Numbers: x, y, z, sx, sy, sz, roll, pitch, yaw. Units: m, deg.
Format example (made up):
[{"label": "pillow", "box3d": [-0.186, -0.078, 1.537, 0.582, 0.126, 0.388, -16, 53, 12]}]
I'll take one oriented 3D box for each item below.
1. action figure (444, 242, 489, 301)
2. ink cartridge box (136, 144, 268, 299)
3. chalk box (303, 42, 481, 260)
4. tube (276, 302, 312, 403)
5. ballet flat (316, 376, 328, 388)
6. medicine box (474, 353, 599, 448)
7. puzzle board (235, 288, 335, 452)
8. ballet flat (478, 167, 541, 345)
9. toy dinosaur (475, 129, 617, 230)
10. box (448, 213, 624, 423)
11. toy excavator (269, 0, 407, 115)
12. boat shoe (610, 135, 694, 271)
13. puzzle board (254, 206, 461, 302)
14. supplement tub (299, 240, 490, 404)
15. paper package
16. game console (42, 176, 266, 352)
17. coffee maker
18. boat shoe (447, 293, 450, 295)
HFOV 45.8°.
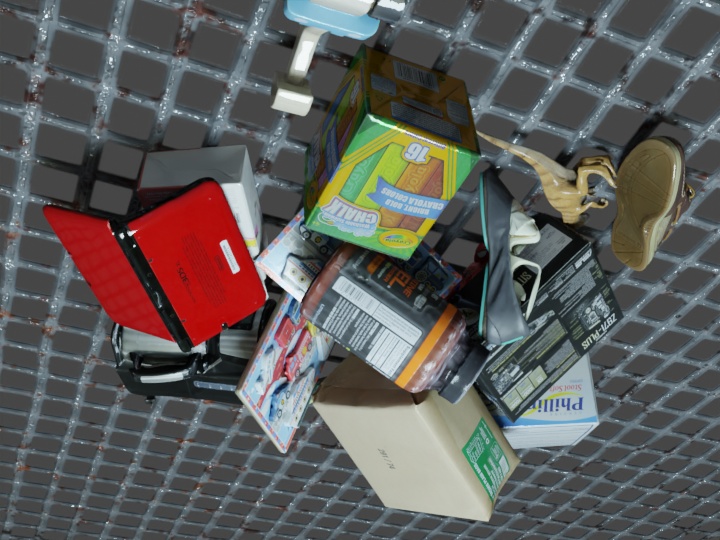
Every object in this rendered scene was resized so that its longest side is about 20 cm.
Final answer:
[{"label": "action figure", "box3d": [0.125, 0.056, 1.089, 0.051, 0.065, 0.201, 16, 106, -22]}, {"label": "ink cartridge box", "box3d": [-0.174, -0.046, 0.993, 0.116, 0.068, 0.200, -3, 138, 2]}, {"label": "chalk box", "box3d": [0.017, -0.103, 0.879, 0.124, 0.124, 0.200, 15, 133, -19]}, {"label": "tube", "box3d": [-0.094, 0.112, 1.201, 0.058, 0.052, 0.200, -35, 141, -24]}, {"label": "ballet flat", "box3d": [-0.026, 0.184, 1.256, 0.068, 0.068, 0.200, 25, 170, 16]}, {"label": "medicine box", "box3d": [0.225, 0.191, 1.212, 0.181, 0.103, 0.200, -4, 159, 3]}, {"label": "puzzle board", "box3d": [-0.081, 0.106, 1.071, 0.017, 0.200, 0.151, 7, 145, 26]}, {"label": "ballet flat", "box3d": [0.166, -0.017, 0.947, 0.073, 0.201, 0.073, 2, 169, 0]}, {"label": "toy dinosaur", "box3d": [0.225, -0.099, 0.949, 0.106, 0.061, 0.200, -24, 134, 26]}, {"label": "box", "box3d": [0.206, 0.060, 1.045, 0.200, 0.086, 0.164, -43, 133, -4]}, {"label": "toy excavator", "box3d": [-0.029, -0.240, 0.754, 0.099, 0.200, 0.195, 12, 94, -14]}, {"label": "boat shoe", "box3d": [0.340, -0.084, 0.974, 0.072, 0.072, 0.200, -34, 144, -19]}, {"label": "puzzle board", "box3d": [0.000, 0.000, 0.994, 0.200, 0.017, 0.151, 41, 96, -16]}, {"label": "supplement tub", "box3d": [0.040, 0.059, 0.925, 0.200, 0.107, 0.107, 35, 135, 4]}, {"label": "paper package", "box3d": [0.070, 0.204, 1.073, 0.190, 0.104, 0.200, -7, 123, 46]}, {"label": "game console", "box3d": [-0.224, -0.016, 0.958, 0.172, 0.119, 0.200, -31, 137, -14]}, {"label": "coffee maker", "box3d": [-0.202, 0.108, 1.122, 0.199, 0.135, 0.192, 6, 157, 6]}, {"label": "boat shoe", "box3d": [0.164, 0.082, 1.152, 0.199, 0.068, 0.072, 7, 139, -8]}]
